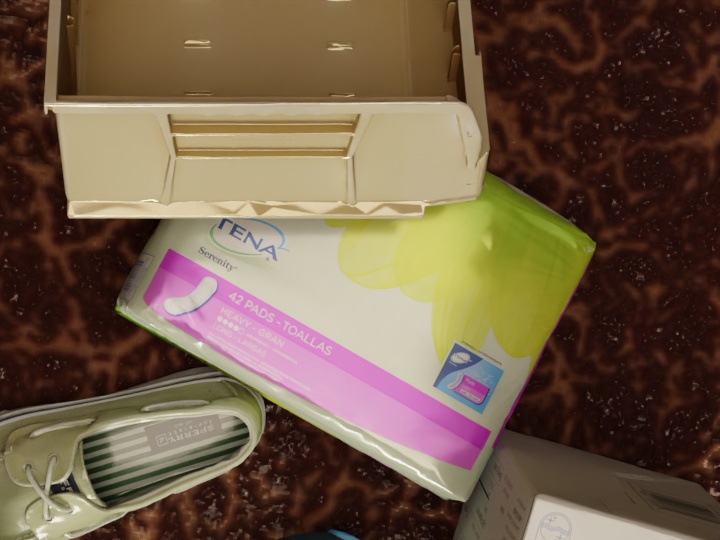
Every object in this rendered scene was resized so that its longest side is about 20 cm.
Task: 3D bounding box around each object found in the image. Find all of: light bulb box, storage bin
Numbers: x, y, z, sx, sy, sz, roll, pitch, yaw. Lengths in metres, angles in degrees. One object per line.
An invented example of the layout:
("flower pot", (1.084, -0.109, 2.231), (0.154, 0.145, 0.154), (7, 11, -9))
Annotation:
("light bulb box", (0.099, 0.199, 1.117), (0.124, 0.198, 0.201), (16, 95, -4))
("storage bin", (-0.043, -0.131, 1.076), (0.197, 0.094, 0.201), (0, 57, -4))

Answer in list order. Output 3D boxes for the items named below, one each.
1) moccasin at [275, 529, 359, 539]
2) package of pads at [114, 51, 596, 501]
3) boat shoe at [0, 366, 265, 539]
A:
("moccasin", (-0.030, 0.234, 1.171), (0.068, 0.080, 0.201), (1, 79, -20))
("package of pads", (0.000, 0.000, 1.144), (0.199, 0.068, 0.155), (29, 82, -6))
("boat shoe", (-0.143, 0.097, 1.154), (0.199, 0.062, 0.072), (-22, 97, -3))
